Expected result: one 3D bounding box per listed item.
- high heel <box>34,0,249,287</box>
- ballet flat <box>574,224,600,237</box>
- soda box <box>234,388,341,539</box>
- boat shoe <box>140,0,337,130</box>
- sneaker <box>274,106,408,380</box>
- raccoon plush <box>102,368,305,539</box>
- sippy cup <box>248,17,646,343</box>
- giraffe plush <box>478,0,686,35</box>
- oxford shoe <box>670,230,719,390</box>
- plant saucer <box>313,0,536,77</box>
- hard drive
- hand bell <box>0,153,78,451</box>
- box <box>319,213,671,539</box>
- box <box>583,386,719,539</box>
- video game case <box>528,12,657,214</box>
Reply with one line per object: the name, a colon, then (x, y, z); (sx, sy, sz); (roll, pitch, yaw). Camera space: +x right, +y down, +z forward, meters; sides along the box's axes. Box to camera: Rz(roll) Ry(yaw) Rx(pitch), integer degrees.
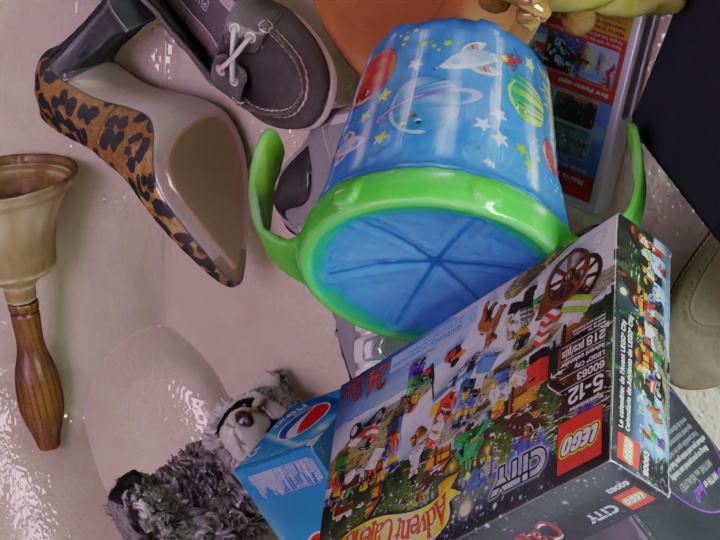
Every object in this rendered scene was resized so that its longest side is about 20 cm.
high heel: (-0.140, -0.065, 1.174); (0.142, 0.071, 0.201); (-33, 80, 52)
ballet flat: (0.128, 0.073, 0.976); (0.067, 0.046, 0.201); (4, 106, 25)
soda box: (0.020, 0.163, 1.015); (0.064, 0.068, 0.200); (-21, 107, 40)
boat shoe: (-0.085, -0.142, 1.078); (0.200, 0.057, 0.067); (49, 124, 41)
sneaker: (0.000, 0.000, 1.061); (0.115, 0.075, 0.201); (10, 106, 54)
raccoon plush: (-0.085, 0.141, 1.164); (0.097, 0.134, 0.200); (47, 158, 7)
sippy cup: (0.043, -0.050, 0.926); (0.140, 0.177, 0.131); (133, 151, -54)
giraffe plush: (0.103, -0.185, 0.847); (0.172, 0.200, 0.162); (37, 160, 18)
oxford shoe: (0.199, -0.003, 0.867); (0.070, 0.075, 0.200); (44, 126, 5)
plant saucer: (0.028, -0.190, 0.993); (0.200, 0.037, 0.201); (8, 100, 50)
hard drive: (0.190, -0.124, 0.843); (0.140, 0.033, 0.201); (-112, 37, -59)
hand bell: (-0.230, 0.031, 1.258); (0.104, 0.104, 0.201); (12, 117, 39)
box: (0.059, 0.076, 0.859); (0.200, 0.038, 0.137); (-35, 34, 39)
box: (0.152, 0.173, 0.890); (0.106, 0.122, 0.200); (-42, 79, 29)
video game case: (0.094, -0.147, 0.978); (0.143, 0.017, 0.201); (26, 113, 35)
